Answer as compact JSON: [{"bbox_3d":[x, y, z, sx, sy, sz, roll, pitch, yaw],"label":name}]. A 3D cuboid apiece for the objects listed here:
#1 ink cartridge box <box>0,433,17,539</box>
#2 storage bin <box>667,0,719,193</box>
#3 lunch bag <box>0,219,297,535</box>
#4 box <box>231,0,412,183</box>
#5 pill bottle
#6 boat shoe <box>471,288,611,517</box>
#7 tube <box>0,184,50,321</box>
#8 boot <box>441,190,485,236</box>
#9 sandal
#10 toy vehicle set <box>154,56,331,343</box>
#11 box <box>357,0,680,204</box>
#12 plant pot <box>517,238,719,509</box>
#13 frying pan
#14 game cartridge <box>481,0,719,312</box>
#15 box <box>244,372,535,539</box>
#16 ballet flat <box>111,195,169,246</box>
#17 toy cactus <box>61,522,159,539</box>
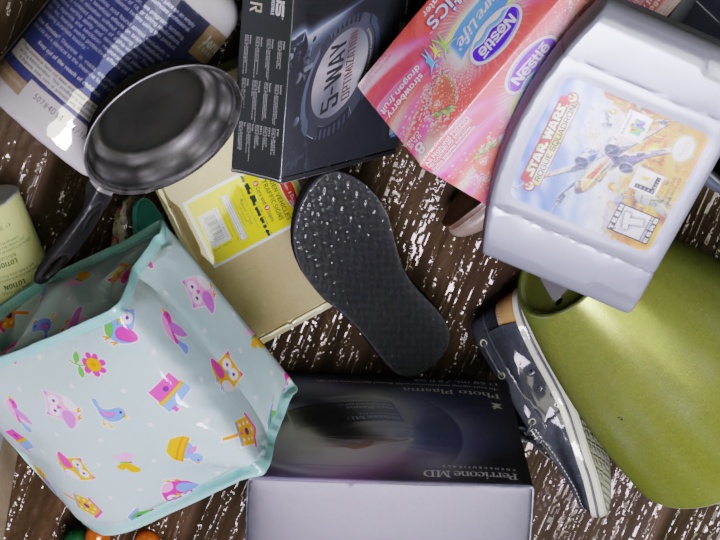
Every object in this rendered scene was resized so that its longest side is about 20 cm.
[{"bbox_3d":[-0.318,0.103,1.231,0.075,0.165,0.201,-26,113,7],"label":"ink cartridge box"},{"bbox_3d":[0.256,-0.144,1.309,0.145,0.134,0.201,39,72,-13],"label":"storage bin"},{"bbox_3d":[-0.171,0.083,1.245,0.199,0.122,0.171,-24,117,32],"label":"lunch bag"},{"bbox_3d":[-0.022,-0.173,1.258,0.160,0.043,0.202,-18,118,-57],"label":"box"},{"bbox_3d":[-0.153,-0.169,1.233,0.111,0.111,0.200,39,93,-23],"label":"pill bottle"},{"bbox_3d":[0.147,0.108,1.431,0.062,0.075,0.201,-20,108,21],"label":"boat shoe"},{"bbox_3d":[-0.237,0.038,1.307,0.058,0.052,0.202,0,118,29],"label":"tube"},{"bbox_3d":[0.176,-0.060,1.391,0.200,0.070,0.146,-45,116,0],"label":"boot"},{"bbox_3d":[-0.001,0.001,1.343,0.075,0.048,0.201,-35,128,-5],"label":"sandal"},{"bbox_3d":[-0.080,-0.050,1.337,0.123,0.027,0.201,-27,112,-8],"label":"toy vehicle set"},{"bbox_3d":[0.108,-0.156,1.243,0.200,0.103,0.094,-49,138,15],"label":"box"},{"bbox_3d":[0.213,0.049,1.358,0.200,0.187,0.188,38,93,-30],"label":"plant pot"},{"bbox_3d":[-0.147,-0.070,1.209,0.114,0.031,0.191,-7,141,-38],"label":"frying pan"},{"bbox_3d":[0.163,-0.076,1.202,0.132,0.042,0.201,19,119,-9],"label":"game cartridge"},{"bbox_3d":[0.018,0.164,1.316,0.198,0.199,0.124,2,109,-2],"label":"box"},{"bbox_3d":[-0.146,0.043,1.328,0.063,0.076,0.201,-16,109,25],"label":"ballet flat"},{"bbox_3d":[-0.199,0.249,1.372,0.163,0.102,0.202,-11,113,6],"label":"toy cactus"}]
